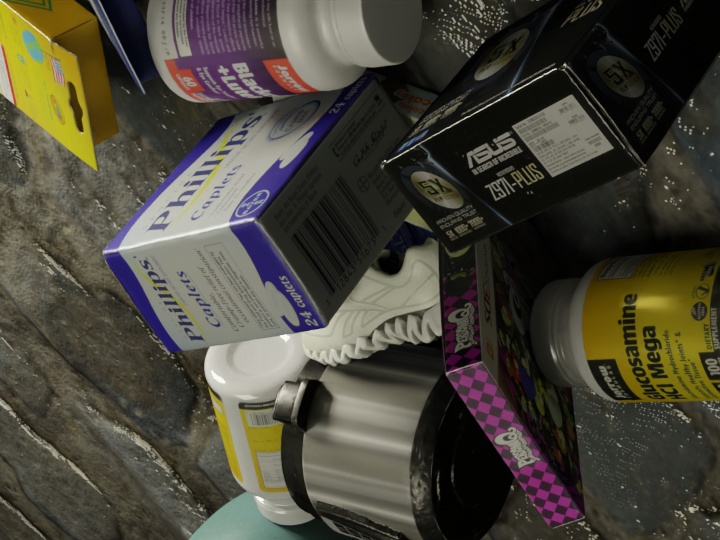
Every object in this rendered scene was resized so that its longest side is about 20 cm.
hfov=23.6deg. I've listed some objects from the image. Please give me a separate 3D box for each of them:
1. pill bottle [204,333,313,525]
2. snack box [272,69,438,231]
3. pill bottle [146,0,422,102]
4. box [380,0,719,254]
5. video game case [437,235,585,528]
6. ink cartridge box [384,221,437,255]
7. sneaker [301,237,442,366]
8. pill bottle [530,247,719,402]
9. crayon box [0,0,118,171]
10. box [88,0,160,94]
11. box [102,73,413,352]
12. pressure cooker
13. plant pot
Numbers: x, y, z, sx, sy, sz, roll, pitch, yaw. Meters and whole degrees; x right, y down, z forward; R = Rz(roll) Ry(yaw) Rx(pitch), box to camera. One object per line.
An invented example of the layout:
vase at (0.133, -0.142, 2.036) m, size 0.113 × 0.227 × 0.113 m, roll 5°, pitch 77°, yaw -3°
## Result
pill bottle at (-0.080, 0.150, 1.675) m, size 0.111 × 0.112 × 0.201 m, roll 16°, pitch 137°, yaw 28°
snack box at (0.021, -0.101, 1.399) m, size 0.198 × 0.037 × 0.117 m, roll 23°, pitch 140°, yaw 22°
pill bottle at (-0.056, -0.190, 1.311) m, size 0.198 × 0.112 × 0.112 m, roll -1°, pitch 127°, yaw 36°
box at (0.134, -0.118, 1.184) m, size 0.086 × 0.164 × 0.199 m, roll 49°, pitch 142°, yaw -13°
video game case at (0.118, 0.071, 1.350) m, size 0.035 × 0.182 × 0.201 m, roll -20°, pitch 130°, yaw 19°
ink cartridge box at (0.000, 0.000, 1.519) m, size 0.198 × 0.042 × 0.120 m, roll -2°, pitch 127°, yaw 39°
sneaker at (0.016, 0.026, 1.452) m, size 0.199 × 0.075 × 0.082 m, roll -20°, pitch 100°, yaw 47°
pill bottle at (0.231, 0.043, 1.304) m, size 0.199 × 0.113 × 0.113 m, roll -6°, pitch 124°, yaw 43°
crayon box at (-0.276, -0.188, 1.506) m, size 0.200 × 0.051 × 0.128 m, roll 38°, pitch 147°, yaw 34°
box at (-0.203, -0.225, 1.378) m, size 0.122 × 0.032 × 0.200 m, roll 66°, pitch 174°, yaw -30°
box at (-0.072, -0.043, 1.353) m, size 0.199 × 0.184 × 0.105 m, roll -11°, pitch 122°, yaw 46°
pressure cooker at (0.024, 0.150, 1.539) m, size 0.198 × 0.178 × 0.178 m, roll 9°, pitch 122°, yaw 32°
plant pot at (-0.081, 0.299, 1.785) m, size 0.199 × 0.136 × 0.200 m, roll 26°, pitch 163°, yaw 8°
